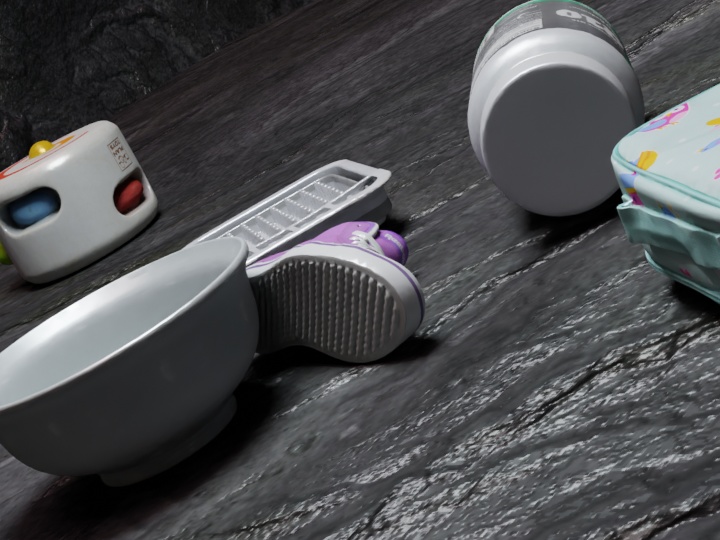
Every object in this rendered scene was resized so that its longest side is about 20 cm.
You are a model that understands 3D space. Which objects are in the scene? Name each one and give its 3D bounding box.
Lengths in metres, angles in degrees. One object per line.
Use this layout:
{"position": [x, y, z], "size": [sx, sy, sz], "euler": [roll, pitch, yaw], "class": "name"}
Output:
{"position": [-0.336, -0.086, 1.682], "size": [0.199, 0.141, 0.182], "euler": [-33, 16, -21], "class": "roller toy"}
{"position": [-0.136, 0.067, 0.888], "size": [0.200, 0.091, 0.201], "euler": [-27, 14, 7], "class": "bowl"}
{"position": [-0.058, -0.026, 1.157], "size": [0.171, 0.044, 0.200], "euler": [-31, 15, -8], "class": "dish rack"}
{"position": [0.206, -0.043, 0.661], "size": [0.159, 0.078, 0.200], "euler": [-30, 14, -3], "class": "lunch bag"}
{"position": [0.127, -0.109, 0.957], "size": [0.112, 0.114, 0.200], "euler": [-24, 16, 13], "class": "pill bottle"}
{"position": [0.000, -0.001, 0.915], "size": [0.114, 0.073, 0.200], "euler": [-29, 16, -29], "class": "sneaker"}
